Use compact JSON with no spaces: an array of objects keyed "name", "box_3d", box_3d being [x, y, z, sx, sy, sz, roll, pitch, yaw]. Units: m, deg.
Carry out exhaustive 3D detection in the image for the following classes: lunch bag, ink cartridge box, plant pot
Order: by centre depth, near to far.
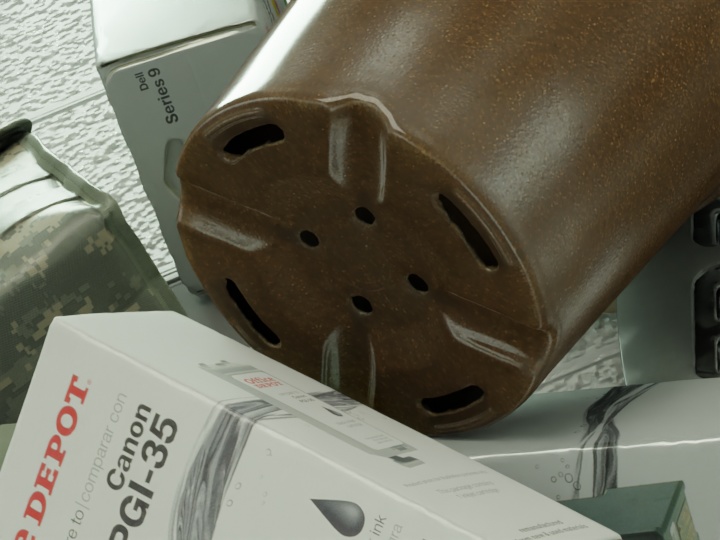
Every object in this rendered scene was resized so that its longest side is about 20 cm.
[{"name":"ink cartridge box","box_3d":[-0.033,0.118,0.951,0.200,0.147,0.083,25,12,26]},{"name":"ink cartridge box","box_3d":[0.089,0.120,1.007,0.200,0.146,0.084,-7,10,22]},{"name":"plant pot","box_3d":[0.043,-0.057,1.023,0.200,0.200,0.198,7,41,35]},{"name":"lunch bag","box_3d":[-0.192,0.017,1.341,0.164,0.118,0.200,-37,31,-10]},{"name":"ink cartridge box","box_3d":[-0.077,-0.105,1.414,0.087,0.145,0.200,-17,34,6]}]

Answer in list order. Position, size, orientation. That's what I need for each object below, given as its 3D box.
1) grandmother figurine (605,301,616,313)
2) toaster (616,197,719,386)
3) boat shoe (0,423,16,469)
[{"name":"grandmother figurine","box_3d":[0.102,-0.030,1.288,0.200,0.061,0.121,-19,43,7]},{"name":"toaster","box_3d":[0.193,0.030,1.112,0.200,0.119,0.181,-11,35,15]},{"name":"boat shoe","box_3d":[-0.154,0.144,1.184,0.070,0.072,0.201,9,29,1]}]
